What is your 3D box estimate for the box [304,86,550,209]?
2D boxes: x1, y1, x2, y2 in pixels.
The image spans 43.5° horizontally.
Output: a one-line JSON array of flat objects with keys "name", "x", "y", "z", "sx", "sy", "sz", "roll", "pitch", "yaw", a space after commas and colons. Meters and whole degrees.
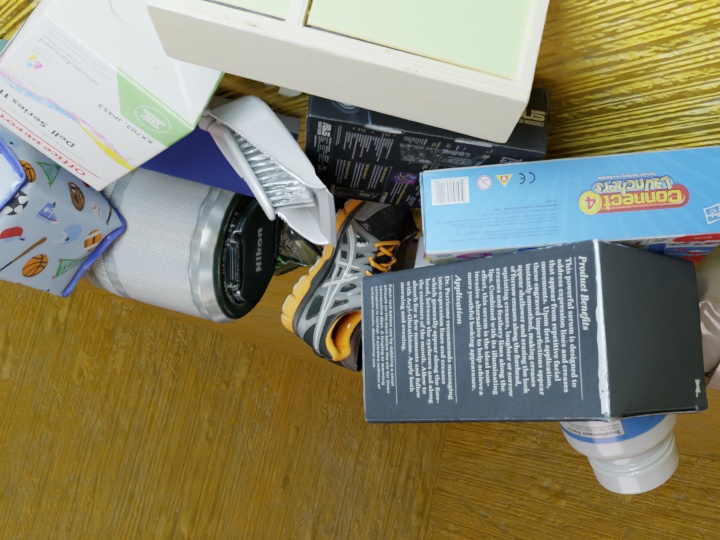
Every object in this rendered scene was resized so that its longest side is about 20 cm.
[{"name": "box", "x": 0.037, "y": -0.090, "z": 0.665, "sx": 0.156, "sy": 0.045, "sz": 0.200, "roll": 8, "pitch": 171, "yaw": -2}]

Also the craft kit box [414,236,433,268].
[{"name": "craft kit box", "x": 0.163, "y": 0.041, "z": 1.013, "sx": 0.193, "sy": 0.049, "sz": 0.201, "roll": 8, "pitch": 149, "yaw": 14}]

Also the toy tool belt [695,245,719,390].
[{"name": "toy tool belt", "x": 0.335, "y": 0.049, "z": 0.797, "sx": 0.120, "sy": 0.127, "sz": 0.202, "roll": -7, "pitch": 143, "yaw": 7}]

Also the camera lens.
[{"name": "camera lens", "x": -0.192, "y": -0.041, "z": 0.946, "sx": 0.196, "sy": 0.164, "sz": 0.160, "roll": 13, "pitch": 169, "yaw": 18}]

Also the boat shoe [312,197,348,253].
[{"name": "boat shoe", "x": -0.039, "y": -0.051, "z": 0.960, "sx": 0.070, "sy": 0.074, "sz": 0.200, "roll": 9, "pitch": 174, "yaw": 17}]

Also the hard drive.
[{"name": "hard drive", "x": -0.164, "y": -0.120, "z": 0.790, "sx": 0.196, "sy": 0.026, "sz": 0.132, "roll": 13, "pitch": 158, "yaw": -17}]

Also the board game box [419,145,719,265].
[{"name": "board game box", "x": 0.152, "y": -0.031, "z": 0.665, "sx": 0.195, "sy": 0.057, "sz": 0.196, "roll": -4, "pitch": 171, "yaw": 12}]

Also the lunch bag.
[{"name": "lunch bag", "x": -0.336, "y": -0.094, "z": 0.827, "sx": 0.200, "sy": 0.124, "sz": 0.170, "roll": 45, "pitch": -178, "yaw": 21}]

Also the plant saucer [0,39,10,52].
[{"name": "plant saucer", "x": -0.267, "y": -0.156, "z": 0.848, "sx": 0.195, "sy": 0.028, "sz": 0.200, "roll": 14, "pitch": 169, "yaw": 3}]

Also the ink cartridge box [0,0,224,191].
[{"name": "ink cartridge box", "x": -0.195, "y": -0.127, "z": 0.639, "sx": 0.116, "sy": 0.068, "sz": 0.198, "roll": 36, "pitch": 149, "yaw": -26}]

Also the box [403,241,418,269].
[{"name": "box", "x": 0.085, "y": 0.013, "z": 1.158, "sx": 0.155, "sy": 0.049, "sz": 0.200, "roll": 8, "pitch": 167, "yaw": 25}]

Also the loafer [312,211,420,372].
[{"name": "loafer", "x": 0.019, "y": 0.027, "z": 0.983, "sx": 0.071, "sy": 0.202, "sz": 0.073, "roll": 36, "pitch": -151, "yaw": 16}]

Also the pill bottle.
[{"name": "pill bottle", "x": 0.222, "y": 0.096, "z": 0.814, "sx": 0.111, "sy": 0.112, "sz": 0.203, "roll": 2, "pitch": 125, "yaw": 48}]

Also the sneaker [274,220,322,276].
[{"name": "sneaker", "x": -0.102, "y": -0.019, "z": 1.067, "sx": 0.078, "sy": 0.088, "sz": 0.200, "roll": 56, "pitch": 166, "yaw": -1}]

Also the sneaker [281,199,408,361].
[{"name": "sneaker", "x": 0.000, "y": 0.000, "z": 0.881, "sx": 0.077, "sy": 0.202, "sz": 0.077, "roll": 45, "pitch": -151, "yaw": 27}]

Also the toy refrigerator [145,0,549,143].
[{"name": "toy refrigerator", "x": -0.005, "y": -0.136, "z": 0.473, "sx": 0.195, "sy": 0.078, "sz": 0.070, "roll": 15, "pitch": 169, "yaw": 1}]

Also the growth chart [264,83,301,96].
[{"name": "growth chart", "x": -0.047, "y": -0.150, "z": 0.613, "sx": 0.196, "sy": 0.018, "sz": 0.144, "roll": 20, "pitch": 168, "yaw": -23}]

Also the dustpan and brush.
[{"name": "dustpan and brush", "x": -0.095, "y": -0.101, "z": 0.686, "sx": 0.202, "sy": 0.057, "sz": 0.140, "roll": 56, "pitch": 171, "yaw": 12}]

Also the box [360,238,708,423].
[{"name": "box", "x": 0.118, "y": 0.051, "z": 0.639, "sx": 0.197, "sy": 0.110, "sz": 0.147, "roll": -9, "pitch": 169, "yaw": 42}]
